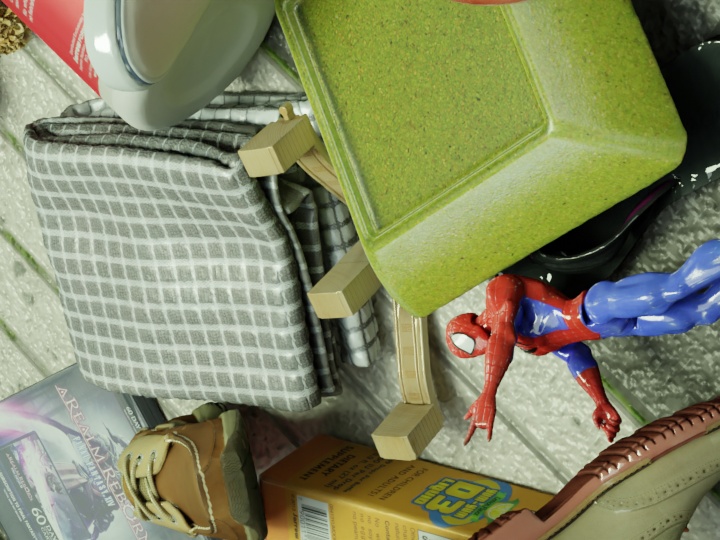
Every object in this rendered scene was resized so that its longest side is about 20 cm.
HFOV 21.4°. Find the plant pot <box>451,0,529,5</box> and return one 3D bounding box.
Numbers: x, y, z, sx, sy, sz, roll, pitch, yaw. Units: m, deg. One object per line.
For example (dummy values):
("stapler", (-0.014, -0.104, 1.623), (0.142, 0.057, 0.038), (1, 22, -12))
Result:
("plant pot", (0.014, -0.220, 0.762), (0.199, 0.195, 0.203), (-1, 89, 32))

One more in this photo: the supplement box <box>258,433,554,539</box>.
("supplement box", (0.040, 0.149, 1.057), (0.199, 0.066, 0.069), (12, 117, 35))

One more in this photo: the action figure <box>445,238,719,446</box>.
("action figure", (0.123, 0.042, 0.895), (0.199, 0.065, 0.100), (-7, 64, 35))

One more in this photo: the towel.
("towel", (-0.095, -0.010, 1.077), (0.199, 0.085, 0.167), (5, 115, 38))

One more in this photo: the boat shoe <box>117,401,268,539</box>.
("boat shoe", (-0.099, 0.121, 1.085), (0.200, 0.073, 0.076), (169, 88, -81))

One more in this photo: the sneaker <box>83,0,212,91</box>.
("sneaker", (-0.068, -0.171, 0.909), (0.070, 0.201, 0.073), (6, 151, 30))

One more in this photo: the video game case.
("video game case", (-0.187, 0.140, 1.274), (0.199, 0.019, 0.144), (-25, 94, 45))

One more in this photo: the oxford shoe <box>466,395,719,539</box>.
("oxford shoe", (0.128, 0.123, 0.907), (0.199, 0.070, 0.075), (-32, 85, -1))

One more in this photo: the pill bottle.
("pill bottle", (-0.147, -0.178, 1.017), (0.200, 0.112, 0.113), (44, 132, 15))

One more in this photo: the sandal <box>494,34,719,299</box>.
("sandal", (0.117, -0.044, 0.908), (0.076, 0.048, 0.200), (53, 134, 6))

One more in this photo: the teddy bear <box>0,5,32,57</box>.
("teddy bear", (-0.255, -0.178, 1.150), (0.144, 0.067, 0.202), (5, 108, 28))

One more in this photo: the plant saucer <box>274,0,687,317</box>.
("plant saucer", (0.037, -0.100, 0.911), (0.199, 0.048, 0.201), (-32, 74, 44))

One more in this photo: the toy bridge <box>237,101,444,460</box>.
("toy bridge", (0.000, 0.000, 1.010), (0.027, 0.067, 0.201), (-4, 120, 41))
